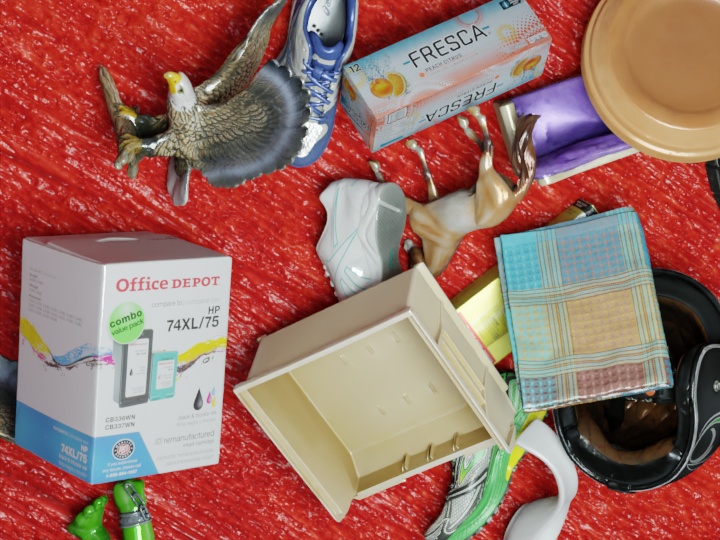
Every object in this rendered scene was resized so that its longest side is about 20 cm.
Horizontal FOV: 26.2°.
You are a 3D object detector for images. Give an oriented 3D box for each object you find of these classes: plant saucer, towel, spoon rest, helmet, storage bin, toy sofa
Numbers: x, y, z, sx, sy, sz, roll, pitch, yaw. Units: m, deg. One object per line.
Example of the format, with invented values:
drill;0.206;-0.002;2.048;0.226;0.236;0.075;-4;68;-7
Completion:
plant saucer;0.311;-0.204;1.475;0.198;0.037;0.202;0;78;0
towel;0.208;0.034;1.465;0.145;0.202;0.022;-12;144;9
spoon rest;0.184;0.242;1.562;0.099;0.060;0.201;-41;144;-35
helmet;0.284;0.106;1.525;0.198;0.191;0.202;10;115;23
storage bin;0.020;0.124;1.491;0.199;0.094;0.199;-25;115;23
toy sofa;0.237;-0.155;1.515;0.198;0.098;0.084;-19;102;-4

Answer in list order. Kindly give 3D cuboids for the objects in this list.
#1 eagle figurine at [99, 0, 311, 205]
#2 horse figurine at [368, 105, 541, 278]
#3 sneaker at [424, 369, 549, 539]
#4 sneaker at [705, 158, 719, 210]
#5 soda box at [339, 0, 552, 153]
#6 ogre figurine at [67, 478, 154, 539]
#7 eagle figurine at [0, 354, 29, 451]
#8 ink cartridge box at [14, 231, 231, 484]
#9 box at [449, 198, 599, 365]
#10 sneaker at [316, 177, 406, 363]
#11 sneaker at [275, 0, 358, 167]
eagle figurine;-0.136;-0.152;1.433;0.198;0.151;0.153;-19;96;3
horse figurine;0.097;-0.078;1.494;0.199;0.050;0.134;-26;90;33
sneaker;0.115;0.193;1.584;0.085;0.078;0.201;28;87;-5
sneaker;0.403;-0.142;1.551;0.114;0.076;0.203;-15;100;-3
soda box;0.080;-0.189;1.470;0.199;0.064;0.069;-25;68;-17
ogre figurine;-0.268;0.309;1.540;0.200;0.098;0.120;-39;86;-15
eagle figurine;-0.396;0.137;1.485;0.151;0.152;0.200;-8;142;33
ink cartridge box;-0.223;0.074;1.445;0.146;0.145;0.202;-5;104;-41
box;0.169;0.018;1.562;0.199;0.050;0.076;-36;101;1
sneaker;0.000;0.000;1.533;0.080;0.070;0.202;14;117;28
sneaker;-0.047;-0.195;1.473;0.074;0.088;0.202;7;101;-11
